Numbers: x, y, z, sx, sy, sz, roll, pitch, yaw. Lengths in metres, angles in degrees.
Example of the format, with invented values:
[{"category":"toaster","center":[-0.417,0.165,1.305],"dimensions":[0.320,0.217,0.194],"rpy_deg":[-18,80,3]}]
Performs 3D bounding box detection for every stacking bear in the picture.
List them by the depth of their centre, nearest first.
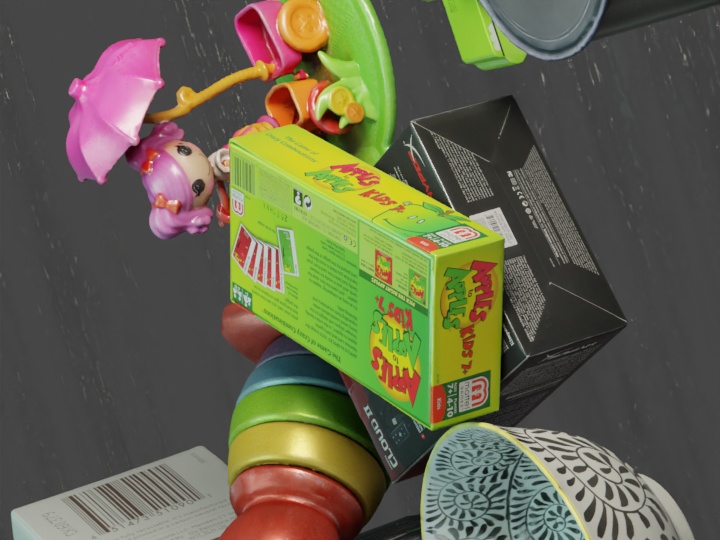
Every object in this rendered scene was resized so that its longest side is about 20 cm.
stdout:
[{"category":"stacking bear","center":[-0.035,0.122,1.634],"dimensions":[0.113,0.200,0.121],"rpy_deg":[-17,134,37]}]

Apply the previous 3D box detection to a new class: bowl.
[{"category":"bowl","center":[0.124,0.166,1.479],"dimensions":[0.201,0.094,0.201],"rpy_deg":[41,140,48]}]

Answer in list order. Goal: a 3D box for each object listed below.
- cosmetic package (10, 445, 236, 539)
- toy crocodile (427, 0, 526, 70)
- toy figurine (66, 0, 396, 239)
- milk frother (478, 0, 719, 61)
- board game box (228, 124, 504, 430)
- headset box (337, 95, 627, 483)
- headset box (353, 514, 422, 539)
[{"category":"cosmetic package","center":[-0.139,0.266,1.973],"dimensions":[0.165,0.164,0.201],"rpy_deg":[33,135,52]},{"category":"toy crocodile","center":[0.047,-0.204,1.455],"dimensions":[0.067,0.062,0.201],"rpy_deg":[-14,98,63]},{"category":"toy figurine","center":[-0.085,-0.080,1.636],"dimensions":[0.150,0.184,0.201],"rpy_deg":[-26,83,64]},{"category":"milk frother","center":[0.146,-0.120,1.156],"dimensions":[0.180,0.188,0.201],"rpy_deg":[-26,82,64]},{"category":"board game box","center":[0.000,0.000,1.491],"dimensions":[0.200,0.047,0.102],"rpy_deg":[31,128,49]},{"category":"headset box","center":[0.047,0.018,1.542],"dimensions":[0.149,0.077,0.200],"rpy_deg":[64,148,16]},{"category":"headset box","center":[0.061,0.238,1.646],"dimensions":[0.200,0.093,0.175],"rpy_deg":[-15,93,63]}]
